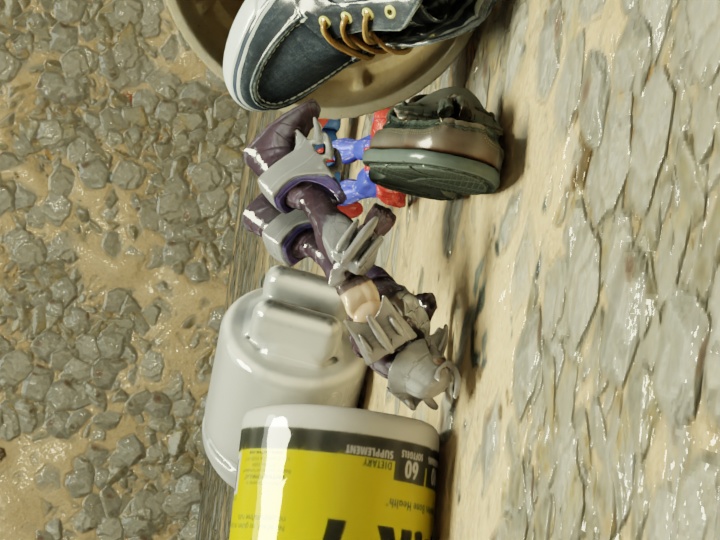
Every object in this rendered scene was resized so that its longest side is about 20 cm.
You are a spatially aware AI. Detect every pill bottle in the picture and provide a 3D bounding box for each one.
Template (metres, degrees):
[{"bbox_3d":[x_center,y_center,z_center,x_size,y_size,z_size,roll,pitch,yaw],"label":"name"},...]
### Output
[{"bbox_3d":[-0.019,0.181,0.975,0.114,0.113,0.202,132,144,-76],"label":"pill bottle"}]

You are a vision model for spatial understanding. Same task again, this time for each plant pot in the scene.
[{"bbox_3d":[-0.011,-0.221,1.108,0.184,0.198,0.202,-73,-5,-63],"label":"plant pot"}]

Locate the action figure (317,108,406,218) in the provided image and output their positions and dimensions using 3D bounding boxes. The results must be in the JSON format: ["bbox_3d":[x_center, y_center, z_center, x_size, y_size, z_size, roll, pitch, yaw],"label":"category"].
[{"bbox_3d":[0.014,-0.075,1.212,0.200,0.051,0.066,163,109,-76],"label":"action figure"}]

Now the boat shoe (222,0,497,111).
[{"bbox_3d":[0.003,-0.143,0.979,0.200,0.071,0.091,-46,48,23],"label":"boat shoe"}]

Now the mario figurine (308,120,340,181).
[{"bbox_3d":[-0.057,-0.159,1.566,0.123,0.105,0.202,19,113,47],"label":"mario figurine"}]

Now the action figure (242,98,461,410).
[{"bbox_3d":[0.000,0.000,0.982,0.200,0.069,0.131,53,168,36],"label":"action figure"}]

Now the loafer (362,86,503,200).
[{"bbox_3d":[0.038,-0.076,0.971,0.200,0.071,0.064,178,105,-84],"label":"loafer"}]

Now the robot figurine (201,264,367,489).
[{"bbox_3d":[-0.058,0.093,1.330,0.170,0.112,0.201,-68,-6,-50],"label":"robot figurine"}]
